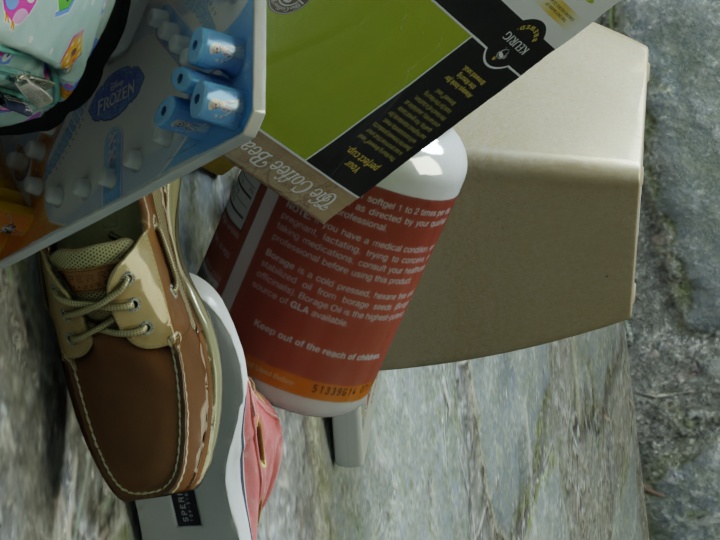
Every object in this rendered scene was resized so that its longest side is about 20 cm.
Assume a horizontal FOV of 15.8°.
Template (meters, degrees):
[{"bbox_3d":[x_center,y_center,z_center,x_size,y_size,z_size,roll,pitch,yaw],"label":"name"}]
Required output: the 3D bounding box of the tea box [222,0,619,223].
[{"bbox_3d":[-0.015,-0.153,1.211,0.200,0.196,0.134,34,23,-58],"label":"tea box"}]

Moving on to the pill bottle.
[{"bbox_3d":[-0.011,-0.033,1.372,0.112,0.112,0.201,-55,170,-72],"label":"pill bottle"}]

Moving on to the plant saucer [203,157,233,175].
[{"bbox_3d":[-0.084,-0.163,1.420,0.200,0.048,0.201,22,65,-77],"label":"plant saucer"}]

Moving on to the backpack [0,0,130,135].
[{"bbox_3d":[-0.149,-0.131,0.903,0.200,0.126,0.168,13,76,-75],"label":"backpack"}]

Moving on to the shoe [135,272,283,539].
[{"bbox_3d":[-0.082,0.070,1.303,0.091,0.071,0.201,-79,166,-57],"label":"shoe"}]

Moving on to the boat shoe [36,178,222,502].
[{"bbox_3d":[-0.115,0.004,1.172,0.074,0.075,0.201,15,63,-72],"label":"boat shoe"}]

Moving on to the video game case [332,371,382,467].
[{"bbox_3d":[0.000,0.000,1.768,0.182,0.023,0.201,-77,166,-56],"label":"video game case"}]

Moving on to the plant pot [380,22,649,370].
[{"bbox_3d":[0.100,-0.064,1.731,0.201,0.176,0.201,-81,173,-46],"label":"plant pot"}]

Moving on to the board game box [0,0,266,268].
[{"bbox_3d":[-0.103,-0.122,1.033,0.026,0.200,0.201,12,69,-34],"label":"board game box"}]
